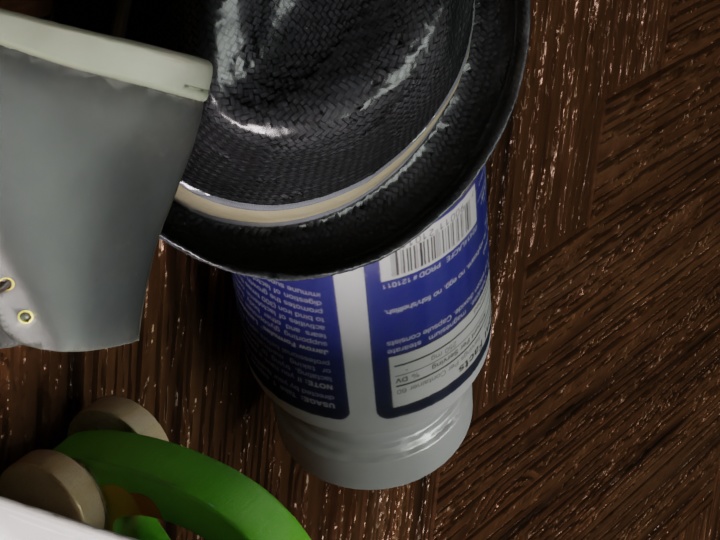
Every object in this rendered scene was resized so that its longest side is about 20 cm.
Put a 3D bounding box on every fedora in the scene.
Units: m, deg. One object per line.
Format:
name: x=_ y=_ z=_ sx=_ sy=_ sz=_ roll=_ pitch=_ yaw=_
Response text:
fedora: x=-0.016 y=-0.098 z=0.806 sx=0.201 sy=0.200 sz=0.092 roll=-65 pitch=-170 yaw=-13

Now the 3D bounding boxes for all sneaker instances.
sneaker: x=-0.136 y=-0.031 z=0.686 sx=0.200 sy=0.075 sz=0.107 roll=8 pitch=93 yaw=-38

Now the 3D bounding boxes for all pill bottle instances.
pill bottle: x=0.000 y=0.000 z=0.974 sx=0.116 sy=0.115 sz=0.200 roll=-52 pitch=152 yaw=-35

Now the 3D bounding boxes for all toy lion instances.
toy lion: x=-0.052 y=0.171 z=0.899 sx=0.069 sy=0.191 sz=0.201 roll=-38 pitch=137 yaw=-50

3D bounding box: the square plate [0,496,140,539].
square plate: x=-0.073 y=0.183 z=0.865 sx=0.028 sy=0.198 sz=0.201 roll=-48 pitch=146 yaw=-55
